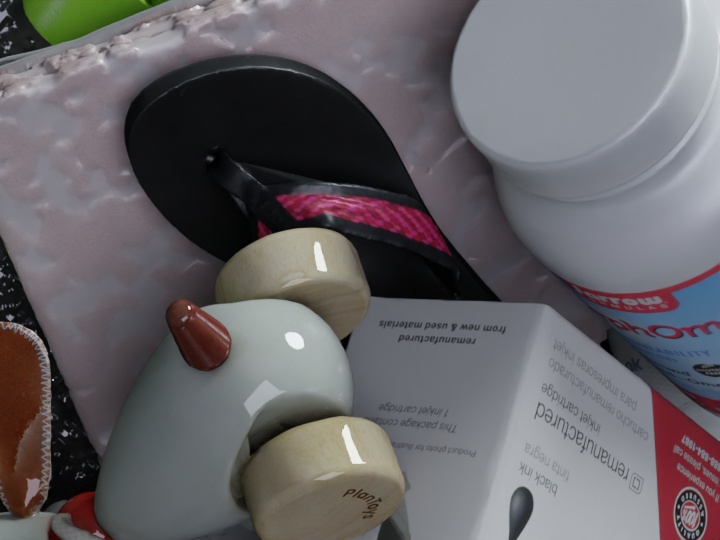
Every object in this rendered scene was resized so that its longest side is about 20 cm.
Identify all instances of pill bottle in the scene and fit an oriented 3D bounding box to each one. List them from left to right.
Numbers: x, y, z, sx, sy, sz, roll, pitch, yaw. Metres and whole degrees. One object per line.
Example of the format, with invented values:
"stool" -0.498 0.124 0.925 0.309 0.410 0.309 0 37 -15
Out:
"pill bottle" 0.112 -0.029 0.773 0.109 0.109 0.200 -55 140 -2

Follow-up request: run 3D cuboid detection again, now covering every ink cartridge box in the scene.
"ink cartridge box" 0.042 0.129 0.762 0.147 0.083 0.201 35 64 -44

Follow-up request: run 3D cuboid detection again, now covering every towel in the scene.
"towel" -0.024 -0.018 0.816 0.199 0.032 0.192 -19 123 0

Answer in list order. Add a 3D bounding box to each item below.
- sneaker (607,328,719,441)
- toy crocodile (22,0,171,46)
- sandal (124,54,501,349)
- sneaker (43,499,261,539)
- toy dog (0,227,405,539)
"sneaker" 0.186 -0.001 0.900 0.199 0.074 0.087 -30 95 -12
"toy crocodile" -0.029 -0.071 0.839 0.199 0.062 0.068 17 118 -19
"sandal" 0.000 0.000 0.787 0.075 0.045 0.200 -38 121 13
"sneaker" -0.030 0.111 0.862 0.199 0.078 0.100 23 85 -26
"toy dog" -0.078 0.061 0.723 0.200 0.132 0.096 -47 139 8
